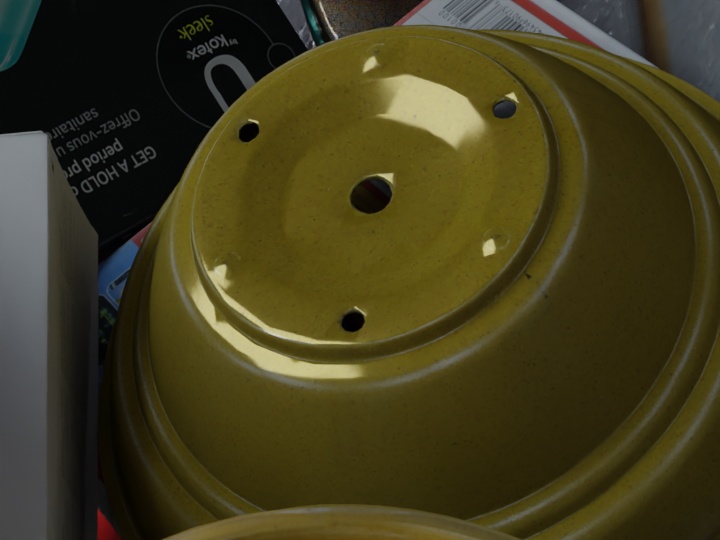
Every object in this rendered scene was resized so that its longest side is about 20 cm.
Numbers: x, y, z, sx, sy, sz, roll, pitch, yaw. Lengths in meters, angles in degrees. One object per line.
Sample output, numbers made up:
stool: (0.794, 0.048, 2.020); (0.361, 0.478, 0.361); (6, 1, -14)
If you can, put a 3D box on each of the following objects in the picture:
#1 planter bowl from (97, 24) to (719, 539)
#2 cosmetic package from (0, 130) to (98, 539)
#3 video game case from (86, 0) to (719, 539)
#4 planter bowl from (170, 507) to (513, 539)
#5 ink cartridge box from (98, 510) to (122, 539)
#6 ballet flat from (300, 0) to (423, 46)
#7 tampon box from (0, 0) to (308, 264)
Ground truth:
planter bowl: (0.013, 0.000, 0.630); (0.200, 0.083, 0.200); (-10, 55, 14)
cosmetic package: (-0.097, 0.072, 0.642); (0.083, 0.051, 0.200); (86, -178, -72)
video game case: (0.000, 0.000, 0.715); (0.200, 0.017, 0.143); (-39, 42, -8)
planter bowl: (-0.002, 0.152, 0.549); (0.200, 0.200, 0.083); (-62, -5, -3)
ink cartridge box: (-0.032, 0.121, 0.713); (0.116, 0.067, 0.200); (-40, 34, 32)
ballet flat: (0.010, -0.132, 0.887); (0.067, 0.068, 0.200); (-31, 37, 17)
tampon box: (-0.135, -0.081, 0.824); (0.150, 0.200, 0.126); (-31, -5, -32)
